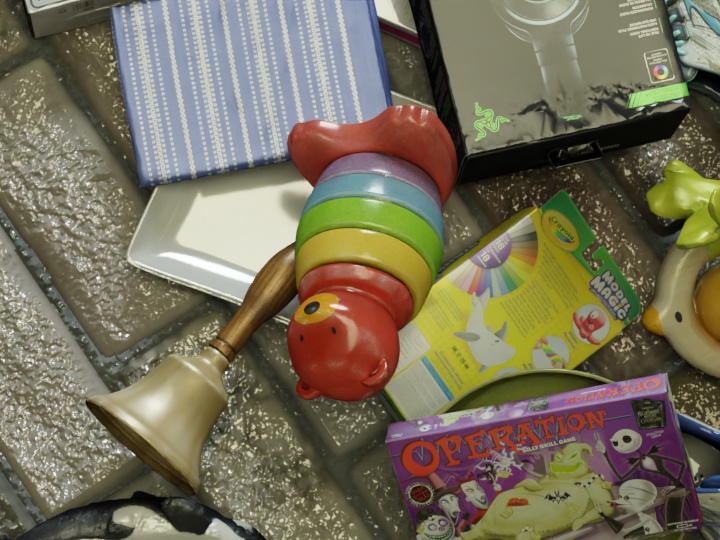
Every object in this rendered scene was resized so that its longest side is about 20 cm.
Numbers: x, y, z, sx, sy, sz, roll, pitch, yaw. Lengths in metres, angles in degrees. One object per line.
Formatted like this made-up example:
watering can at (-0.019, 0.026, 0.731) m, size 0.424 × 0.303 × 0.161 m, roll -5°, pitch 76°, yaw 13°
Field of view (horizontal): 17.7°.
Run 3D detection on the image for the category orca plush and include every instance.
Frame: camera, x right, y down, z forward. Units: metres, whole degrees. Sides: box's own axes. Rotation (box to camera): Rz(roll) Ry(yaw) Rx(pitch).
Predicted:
orca plush at (-0.163, 0.193, 1.663) m, size 0.199 × 0.071 × 0.105 m, roll -9°, pitch 122°, yaw -2°

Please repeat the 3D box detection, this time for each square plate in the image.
square plate at (-0.049, -0.058, 1.737) m, size 0.198 × 0.028 × 0.200 m, roll 21°, pitch 76°, yaw 2°

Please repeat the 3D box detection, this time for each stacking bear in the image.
stacking bear at (0.000, 0.000, 1.623) m, size 0.121 × 0.114 × 0.200 m, roll -8°, pitch 50°, yaw 26°

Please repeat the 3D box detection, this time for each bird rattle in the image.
bird rattle at (0.294, 0.003, 1.725) m, size 0.200 × 0.113 × 0.163 m, roll 26°, pitch 97°, yaw -23°

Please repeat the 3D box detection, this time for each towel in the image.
towel at (-0.079, -0.148, 1.732) m, size 0.199 × 0.024 × 0.145 m, roll -11°, pitch 80°, yaw -4°

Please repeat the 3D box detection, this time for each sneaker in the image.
sneaker at (0.257, -0.185, 1.766) m, size 0.086 × 0.078 × 0.200 m, roll -39°, pitch 82°, yaw -8°
sneaker at (0.274, 0.167, 1.676) m, size 0.200 × 0.088 × 0.075 m, roll 28°, pitch 74°, yaw 1°

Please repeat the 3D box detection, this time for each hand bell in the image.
hand bell at (-0.094, 0.053, 1.669) m, size 0.104 × 0.104 × 0.200 m, roll 39°, pitch 76°, yaw 5°

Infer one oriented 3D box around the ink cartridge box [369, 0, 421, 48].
ink cartridge box at (0.086, -0.207, 1.779) m, size 0.200 × 0.037 × 0.095 m, roll 23°, pitch 77°, yaw 4°

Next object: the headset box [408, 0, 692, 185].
headset box at (0.135, -0.170, 1.710) m, size 0.174 × 0.093 × 0.201 m, roll -11°, pitch 80°, yaw -5°

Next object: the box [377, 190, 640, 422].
box at (0.099, 0.040, 1.701) m, size 0.200 × 0.048 × 0.117 m, roll -36°, pitch 97°, yaw -10°

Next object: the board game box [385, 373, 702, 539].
board game box at (0.128, 0.144, 1.614) m, size 0.199 × 0.032 × 0.120 m, roll -12°, pitch 113°, yaw 13°

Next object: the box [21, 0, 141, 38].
box at (-0.222, -0.290, 1.763) m, size 0.116 × 0.060 × 0.201 m, roll -17°, pitch 79°, yaw -8°

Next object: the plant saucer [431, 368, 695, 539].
plant saucer at (0.137, 0.148, 1.647) m, size 0.199 × 0.031 × 0.200 m, roll 3°, pitch 121°, yaw 5°
